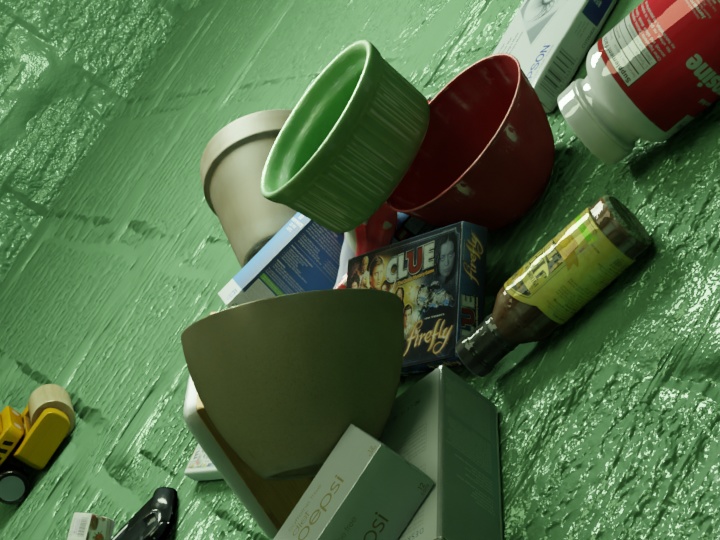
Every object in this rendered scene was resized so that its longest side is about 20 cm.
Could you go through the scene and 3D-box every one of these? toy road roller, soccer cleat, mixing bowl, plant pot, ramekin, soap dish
[{"bbox_3d":[-0.562,0.258,2.115,0.201,0.146,0.123,-52,24,1],"label":"toy road roller"},{"bbox_3d":[0.000,0.000,1.500,0.076,0.066,0.202,173,109,-83],"label":"soccer cleat"},{"bbox_3d":[0.131,-0.114,1.388,0.200,0.108,0.201,-43,25,25],"label":"mixing bowl"},{"bbox_3d":[-0.051,0.109,1.162,0.200,0.199,0.136,-25,69,47],"label":"plant pot"},{"bbox_3d":[-0.013,-0.139,1.439,0.200,0.097,0.201,-48,21,25],"label":"ramekin"},{"bbox_3d":[-0.096,0.155,1.344,0.081,0.201,0.158,-21,31,14],"label":"soap dish"},{"bbox_3d":[-0.099,-0.075,1.703,0.200,0.199,0.175,-39,44,29],"label":"plant pot"}]

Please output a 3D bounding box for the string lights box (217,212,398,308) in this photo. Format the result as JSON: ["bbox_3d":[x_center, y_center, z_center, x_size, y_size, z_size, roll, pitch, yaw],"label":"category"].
[{"bbox_3d":[-0.060,-0.003,1.567,0.200,0.103,0.059,-45,21,-3],"label":"string lights box"}]

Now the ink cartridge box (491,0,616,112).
[{"bbox_3d":[0.201,-0.267,1.558,0.201,0.040,0.199,-59,24,-14],"label":"ink cartridge box"}]

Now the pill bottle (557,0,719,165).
[{"bbox_3d":[0.280,-0.191,1.212,0.200,0.112,0.113,-41,26,26],"label":"pill bottle"}]

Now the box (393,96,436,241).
[{"bbox_3d":[0.074,-0.119,1.590,0.137,0.038,0.200,-49,24,11],"label":"box"}]

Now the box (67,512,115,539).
[{"bbox_3d":[-0.341,0.390,1.581,0.041,0.039,0.202,-8,63,43],"label":"box"}]

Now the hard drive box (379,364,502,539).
[{"bbox_3d":[0.041,0.206,1.146,0.156,0.077,0.201,-39,26,30],"label":"hard drive box"}]

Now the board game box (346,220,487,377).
[{"bbox_3d":[0.051,0.037,1.357,0.199,0.034,0.137,-18,63,53],"label":"board game box"}]

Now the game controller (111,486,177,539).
[{"bbox_3d":[-0.294,0.350,1.635,0.200,0.042,0.104,-45,10,17],"label":"game controller"}]

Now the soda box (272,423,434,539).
[{"bbox_3d":[-0.029,0.229,1.070,0.201,0.063,0.068,-56,23,-6],"label":"soda box"}]

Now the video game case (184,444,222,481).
[{"bbox_3d":[-0.119,0.162,1.578,0.199,0.023,0.183,-17,42,54],"label":"video game case"}]

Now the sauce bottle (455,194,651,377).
[{"bbox_3d":[0.167,0.019,1.189,0.200,0.065,0.065,-44,24,19],"label":"sauce bottle"}]
